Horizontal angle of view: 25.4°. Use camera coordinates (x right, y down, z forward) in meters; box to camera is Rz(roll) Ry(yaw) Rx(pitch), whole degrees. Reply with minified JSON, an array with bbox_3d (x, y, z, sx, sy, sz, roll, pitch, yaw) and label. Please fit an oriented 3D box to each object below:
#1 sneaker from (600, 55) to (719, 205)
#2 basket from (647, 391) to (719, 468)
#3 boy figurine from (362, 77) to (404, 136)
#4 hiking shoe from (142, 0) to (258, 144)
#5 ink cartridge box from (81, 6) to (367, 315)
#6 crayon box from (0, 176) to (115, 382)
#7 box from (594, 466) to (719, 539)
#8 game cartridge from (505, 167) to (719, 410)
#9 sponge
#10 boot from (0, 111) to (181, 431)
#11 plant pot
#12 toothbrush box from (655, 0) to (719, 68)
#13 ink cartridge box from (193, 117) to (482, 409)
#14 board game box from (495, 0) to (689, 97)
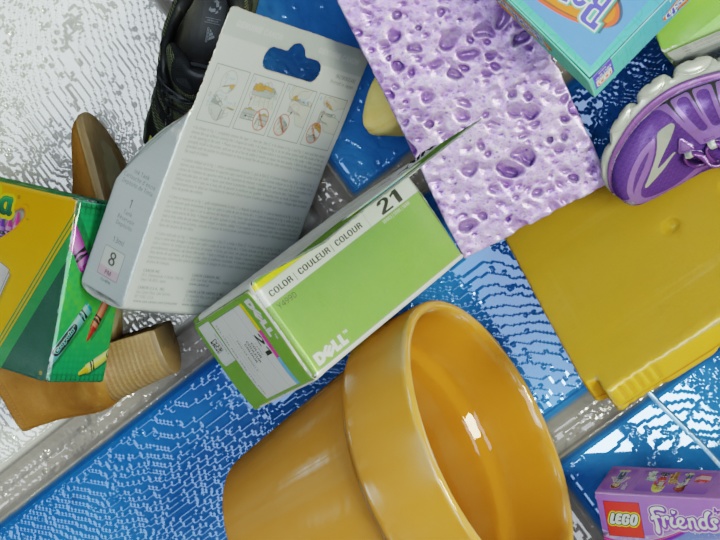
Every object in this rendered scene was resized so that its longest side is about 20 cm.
[{"bbox_3d":[0.242,-0.093,0.994,0.199,0.081,0.084,-28,54,19],"label":"sneaker"},{"bbox_3d":[0.302,0.062,1.041,0.200,0.139,0.176,-43,92,12],"label":"basket"},{"bbox_3d":[0.087,-0.153,1.073,0.200,0.065,0.124,-41,106,12],"label":"boy figurine"},{"bbox_3d":[-0.116,-0.118,1.080,0.075,0.101,0.203,7,98,5],"label":"hiking shoe"},{"bbox_3d":[-0.087,-0.068,1.054,0.057,0.162,0.202,22,98,32],"label":"ink cartridge box"},{"bbox_3d":[-0.252,-0.004,1.083,0.198,0.058,0.120,13,94,34],"label":"crayon box"},{"bbox_3d":[0.260,0.200,1.039,0.198,0.039,0.138,-1,112,32],"label":"box"},{"bbox_3d":[0.207,-0.020,1.035,0.199,0.177,0.032,-34,130,10],"label":"game cartridge"},{"bbox_3d":[0.071,-0.122,1.034,0.111,0.030,0.202,-26,105,6],"label":"sponge"},{"bbox_3d":[-0.218,0.004,1.125,0.142,0.071,0.204,-17,89,15],"label":"boot"},{"bbox_3d":[0.015,0.149,1.069,0.182,0.200,0.202,-28,94,25],"label":"plant pot"},{"bbox_3d":[0.229,-0.249,1.005,0.144,0.086,0.202,-20,80,17],"label":"toothbrush box"},{"bbox_3d":[0.000,0.000,1.006,0.147,0.200,0.076,-38,94,-31],"label":"ink cartridge box"},{"bbox_3d":[0.155,-0.229,0.949,0.200,0.045,0.152,-44,76,4],"label":"board game box"}]
